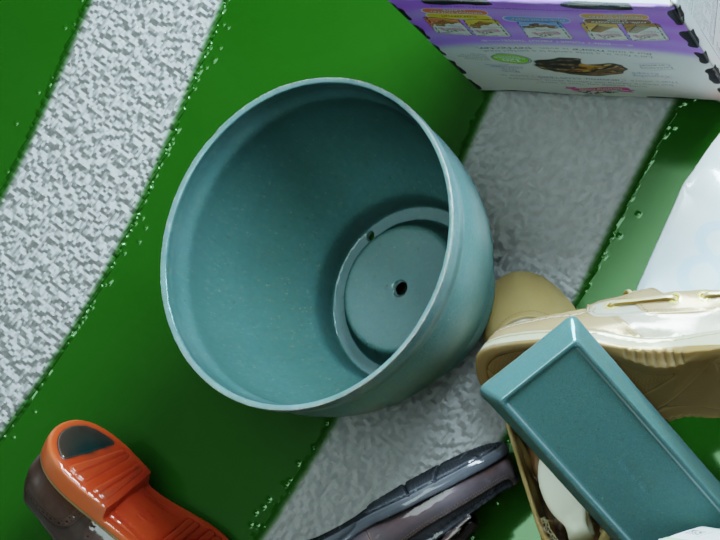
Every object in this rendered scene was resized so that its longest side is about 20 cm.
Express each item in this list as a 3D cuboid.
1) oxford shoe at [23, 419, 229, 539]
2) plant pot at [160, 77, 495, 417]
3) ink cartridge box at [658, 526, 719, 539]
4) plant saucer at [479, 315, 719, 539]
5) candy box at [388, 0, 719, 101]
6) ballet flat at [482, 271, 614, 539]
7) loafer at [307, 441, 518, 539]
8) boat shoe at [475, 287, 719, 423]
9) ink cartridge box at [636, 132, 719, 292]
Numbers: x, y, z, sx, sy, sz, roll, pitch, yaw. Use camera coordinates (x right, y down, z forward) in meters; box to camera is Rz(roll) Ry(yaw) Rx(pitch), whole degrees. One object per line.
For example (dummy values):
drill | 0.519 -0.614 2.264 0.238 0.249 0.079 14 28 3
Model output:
oxford shoe | -0.132 0.185 1.723 0.200 0.071 0.073 48 129 13
plant pot | 0.000 0.000 1.660 0.200 0.134 0.201 -10 70 29
ink cartridge box | 0.255 0.225 1.524 0.200 0.048 0.146 4 99 48
plant saucer | 0.155 0.116 1.588 0.070 0.019 0.200 -39 115 7
candy box | 0.126 -0.160 1.626 0.168 0.200 0.072 4 79 18
ballet flat | 0.117 0.088 1.652 0.069 0.063 0.200 -21 73 12
loafer | 0.013 0.173 1.671 0.200 0.072 0.063 -29 91 6
boat shoe | 0.168 0.045 1.602 0.200 0.074 0.069 0 39 15
ink cartridge box | 0.276 -0.042 1.635 0.160 0.047 0.200 23 89 21
